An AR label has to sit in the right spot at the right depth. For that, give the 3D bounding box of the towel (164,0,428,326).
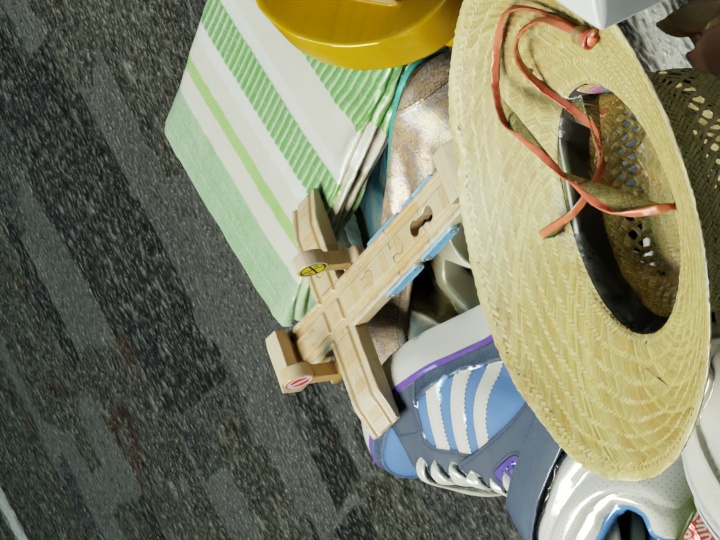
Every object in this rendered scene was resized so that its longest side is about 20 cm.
[{"bbox_3d":[-0.029,-0.090,1.384,0.153,0.023,0.200,57,141,35],"label":"towel"}]

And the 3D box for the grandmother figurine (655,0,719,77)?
[{"bbox_3d":[0.186,-0.022,1.171,0.200,0.060,0.121,61,-172,-1],"label":"grandmother figurine"}]

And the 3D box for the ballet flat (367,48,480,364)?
[{"bbox_3d":[0.039,-0.007,1.344,0.067,0.068,0.200,38,145,28],"label":"ballet flat"}]

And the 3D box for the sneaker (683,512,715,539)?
[{"bbox_3d":[0.143,0.131,1.320,0.201,0.108,0.067,49,160,-1],"label":"sneaker"}]

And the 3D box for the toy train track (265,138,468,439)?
[{"bbox_3d":[0.000,0.000,1.301,0.200,0.032,0.115,-47,57,50],"label":"toy train track"}]

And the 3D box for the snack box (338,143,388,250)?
[{"bbox_3d":[-0.003,-0.037,1.461,0.116,0.037,0.200,54,156,37],"label":"snack box"}]

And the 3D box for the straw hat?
[{"bbox_3d":[0.114,-0.028,1.131,0.201,0.085,0.202,42,139,51],"label":"straw hat"}]

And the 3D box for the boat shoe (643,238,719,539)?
[{"bbox_3d":[0.146,0.032,1.186,0.070,0.071,0.200,45,-152,-36],"label":"boat shoe"}]

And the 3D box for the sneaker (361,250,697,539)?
[{"bbox_3d":[0.072,0.093,1.294,0.200,0.080,0.147,-38,52,47],"label":"sneaker"}]

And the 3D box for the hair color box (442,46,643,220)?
[{"bbox_3d":[0.062,-0.105,1.362,0.200,0.060,0.099,62,162,6],"label":"hair color box"}]

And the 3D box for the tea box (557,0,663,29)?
[{"bbox_3d":[0.107,-0.214,0.906,0.134,0.200,0.197,43,151,45],"label":"tea box"}]

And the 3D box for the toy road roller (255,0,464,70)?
[{"bbox_3d":[0.023,-0.175,1.220,0.123,0.201,0.146,12,162,29],"label":"toy road roller"}]
